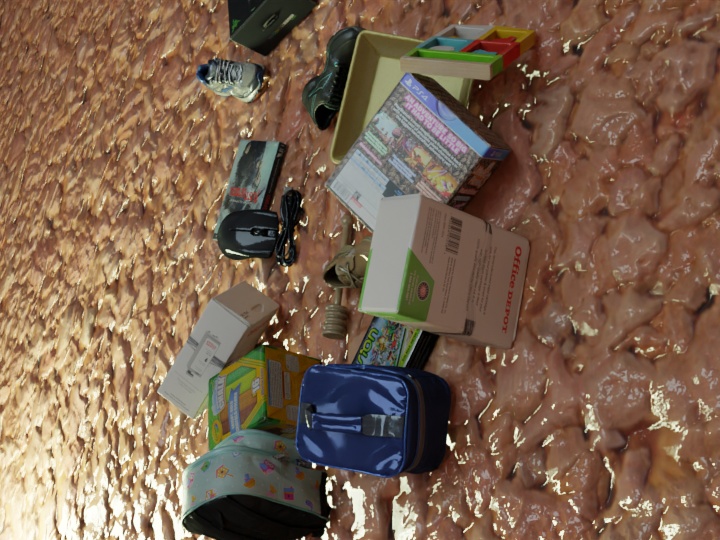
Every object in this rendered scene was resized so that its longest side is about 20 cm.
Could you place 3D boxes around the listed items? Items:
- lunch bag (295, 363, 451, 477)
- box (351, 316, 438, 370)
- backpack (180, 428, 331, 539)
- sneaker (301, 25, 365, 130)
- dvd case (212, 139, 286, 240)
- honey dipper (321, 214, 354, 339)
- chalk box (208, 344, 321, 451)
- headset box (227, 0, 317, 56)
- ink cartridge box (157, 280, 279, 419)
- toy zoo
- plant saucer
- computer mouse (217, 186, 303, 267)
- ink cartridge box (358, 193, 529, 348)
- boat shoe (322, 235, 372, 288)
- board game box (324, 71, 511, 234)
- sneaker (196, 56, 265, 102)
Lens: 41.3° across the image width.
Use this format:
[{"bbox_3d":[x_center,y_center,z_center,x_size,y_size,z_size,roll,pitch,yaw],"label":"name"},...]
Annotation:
[{"bbox_3d":[0.005,0.192,1.257,0.198,0.132,0.138,1,84,33],"label":"lunch bag"},{"bbox_3d":[0.041,0.128,1.362,0.110,0.034,0.202,36,104,51],"label":"box"},{"bbox_3d":[-0.162,0.323,1.398,0.175,0.198,0.155,-36,50,37],"label":"backpack"},{"bbox_3d":[-0.034,-0.320,1.599,0.200,0.074,0.080,-54,39,46],"label":"sneaker"},{"bbox_3d":[-0.209,-0.145,1.791,0.145,0.022,0.203,13,88,52],"label":"dvd case"},{"bbox_3d":[-0.032,0.006,1.500,0.038,0.038,0.203,-15,63,47],"label":"honey dipper"},{"bbox_3d":[-0.162,0.219,1.502,0.199,0.123,0.126,-34,51,38],"label":"chalk box"},{"bbox_3d":[-0.176,-0.545,1.855,0.173,0.092,0.203,-33,52,39],"label":"headset box"},{"bbox_3d":[-0.236,0.130,1.604,0.082,0.146,0.201,35,108,6],"label":"ink cartridge box"},{"bbox_3d":[0.154,-0.303,1.297,0.130,0.200,0.021,12,123,27],"label":"toy zoo"},{"bbox_3d":[0.069,-0.236,1.407,0.198,0.048,0.203,16,95,24],"label":"plant saucer"},{"bbox_3d":[-0.192,-0.072,1.689,0.198,0.052,0.141,-6,74,40],"label":"computer mouse"},{"bbox_3d":[0.108,0.005,1.197,0.084,0.198,0.148,-1,74,52],"label":"ink cartridge box"},{"bbox_3d":[0.000,0.000,1.391,0.064,0.072,0.200,-42,9,-18],"label":"boat shoe"},{"bbox_3d":[0.078,-0.142,1.318,0.159,0.097,0.201,45,111,16],"label":"board game box"},{"bbox_3d":[-0.264,-0.384,1.904,0.199,0.085,0.078,8,81,51],"label":"sneaker"}]
